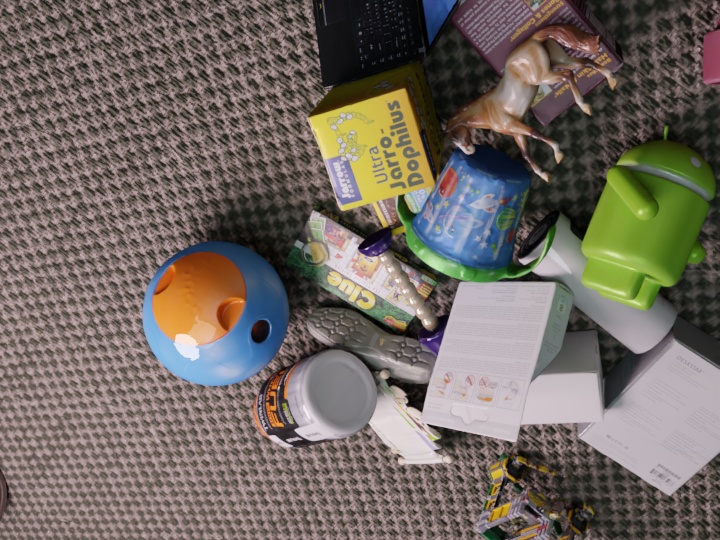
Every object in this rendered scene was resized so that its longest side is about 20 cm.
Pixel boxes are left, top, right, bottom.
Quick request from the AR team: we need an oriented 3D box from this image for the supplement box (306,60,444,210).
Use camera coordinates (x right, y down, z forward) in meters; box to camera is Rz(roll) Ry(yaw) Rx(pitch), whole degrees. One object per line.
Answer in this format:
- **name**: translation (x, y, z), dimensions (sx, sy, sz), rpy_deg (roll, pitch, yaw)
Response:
- **supplement box**: translation (0.026, -0.162, 0.900), dimensions (0.109, 0.200, 0.109), rpy_deg (-15, 112, 15)

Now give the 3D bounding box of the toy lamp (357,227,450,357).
- **toy lamp**: translation (0.073, 0.036, 1.074), dimensions (0.058, 0.058, 0.200), rpy_deg (-26, 109, 26)

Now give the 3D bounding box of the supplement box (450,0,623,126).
- **supplement box**: translation (0.186, -0.277, 0.888), dimensions (0.200, 0.086, 0.110), rpy_deg (46, 120, -9)

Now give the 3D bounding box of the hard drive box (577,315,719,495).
- **hard drive box**: translation (0.413, 0.180, 1.060), dimensions (0.156, 0.077, 0.200), rpy_deg (33, 121, -2)

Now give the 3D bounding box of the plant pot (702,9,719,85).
- **plant pot**: translation (0.438, -0.276, 0.767), dimensions (0.200, 0.200, 0.179), rpy_deg (-1, 100, 17)

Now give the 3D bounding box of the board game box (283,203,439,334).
- **board game box**: translation (0.000, 0.000, 1.121), dimensions (0.200, 0.023, 0.105), rpy_deg (30, 123, 0)

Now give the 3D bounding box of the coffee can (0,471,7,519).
- **coffee can**: translation (-0.800, 0.433, 1.502), dimensions (0.200, 0.146, 0.147), rpy_deg (-4, 115, 18)

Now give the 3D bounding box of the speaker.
- **speaker**: translation (0.300, 0.017, 1.008), dimensions (0.200, 0.081, 0.081), rpy_deg (39, 120, -5)

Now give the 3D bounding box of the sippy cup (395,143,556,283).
- **sippy cup**: translation (0.138, -0.075, 0.953), dimensions (0.178, 0.140, 0.130), rpy_deg (11, 122, -16)

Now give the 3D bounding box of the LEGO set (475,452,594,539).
- **LEGO set**: translation (0.271, 0.353, 1.146), dimensions (0.200, 0.154, 0.116), rpy_deg (45, 137, -1)

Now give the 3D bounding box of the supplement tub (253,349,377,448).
- **supplement tub**: translation (-0.073, 0.191, 1.150), dimensions (0.123, 0.123, 0.200), rpy_deg (45, 146, -9)

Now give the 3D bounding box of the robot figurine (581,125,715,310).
- **robot figurine**: translation (0.331, -0.060, 0.916), dimensions (0.116, 0.175, 0.200), rpy_deg (22, 88, 48)

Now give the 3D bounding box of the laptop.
- **laptop**: translation (0.018, -0.320, 0.861), dimensions (0.200, 0.103, 0.178), rpy_deg (-12, 78, 23)

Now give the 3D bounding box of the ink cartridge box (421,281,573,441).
- **ink cartridge box**: translation (0.171, 0.111, 1.004), dimensions (0.047, 0.200, 0.160), rpy_deg (29, 162, -37)

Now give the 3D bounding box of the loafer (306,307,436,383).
- **loafer**: translation (0.014, 0.112, 1.146), dimensions (0.200, 0.070, 0.070), rpy_deg (23, 147, 17)

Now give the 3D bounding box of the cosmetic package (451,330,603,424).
- **cosmetic package**: translation (0.225, 0.146, 1.081), dimensions (0.200, 0.108, 0.085), rpy_deg (-4, 115, 20)

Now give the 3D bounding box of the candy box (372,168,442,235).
- **candy box**: translation (0.042, -0.148, 1.030), dimensions (0.102, 0.026, 0.200), rpy_deg (-20, 109, 20)

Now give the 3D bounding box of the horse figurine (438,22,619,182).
- **horse figurine**: translation (0.184, -0.187, 0.849), dimensions (0.133, 0.050, 0.200), rpy_deg (41, 132, 14)

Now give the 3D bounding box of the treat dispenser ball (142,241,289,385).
- **treat dispenser ball**: translation (-0.199, 0.060, 1.106), dimensions (0.201, 0.201, 0.201), rpy_deg (7, 118, 13)

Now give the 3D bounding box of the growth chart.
- **growth chart**: translation (0.053, 0.223, 1.177), dimensions (0.145, 0.018, 0.200), rpy_deg (-13, 121, 49)
